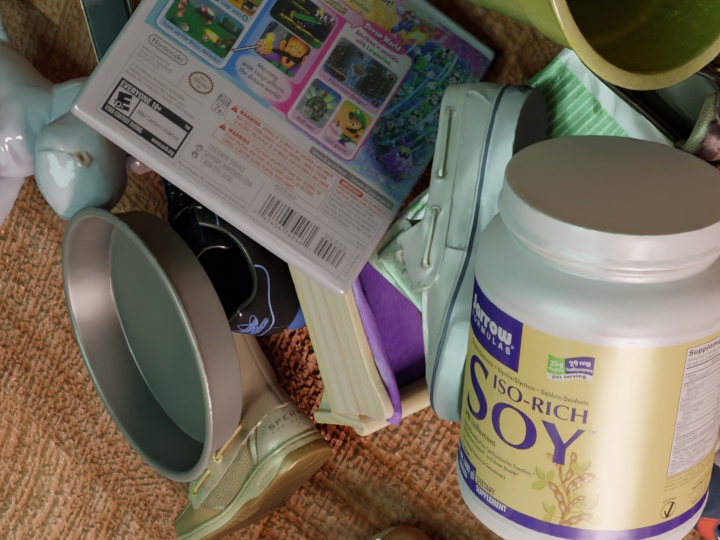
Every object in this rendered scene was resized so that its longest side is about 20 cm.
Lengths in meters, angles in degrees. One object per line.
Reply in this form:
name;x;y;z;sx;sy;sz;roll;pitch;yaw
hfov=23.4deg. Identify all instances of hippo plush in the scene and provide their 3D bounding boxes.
hippo plush;-0.230;-0.089;1.279;0.160;0.201;0.160;10;136;6

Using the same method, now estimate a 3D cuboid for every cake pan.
cake pan;-0.143;0.047;1.203;0.200;0.037;0.201;36;137;42

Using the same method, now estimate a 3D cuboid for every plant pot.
plant pot;0.096;-0.211;0.949;0.189;0.199;0.201;18;118;45

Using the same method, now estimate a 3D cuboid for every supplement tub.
supplement tub;0.130;0.042;0.955;0.145;0.145;0.201;21;123;30

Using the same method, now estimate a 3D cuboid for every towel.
towel;0.116;-0.027;1.051;0.200;0.023;0.153;-46;77;17

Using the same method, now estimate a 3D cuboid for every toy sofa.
toy sofa;0.000;0.000;1.141;0.097;0.083;0.201;-3;106;58

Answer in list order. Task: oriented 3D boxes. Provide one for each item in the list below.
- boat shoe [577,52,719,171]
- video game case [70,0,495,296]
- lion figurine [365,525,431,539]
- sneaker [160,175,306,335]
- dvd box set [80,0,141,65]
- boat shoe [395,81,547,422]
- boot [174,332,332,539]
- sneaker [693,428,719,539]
boat shoe;0.202;-0.079;0.969;0.200;0.072;0.072;45;140;16
video game case;-0.043;-0.114;1.052;0.200;0.183;0.024;35;170;-12
lion figurine;0.051;0.233;1.214;0.200;0.072;0.123;42;94;25
sneaker;-0.103;-0.044;1.202;0.070;0.078;0.201;-43;68;30
dvd box set;-0.160;-0.222;1.112;0.029;0.200;0.147;-10;123;2
boat shoe;0.057;-0.013;1.029;0.069;0.071;0.201;12;96;26
boot;-0.111;0.112;1.295;0.156;0.073;0.200;60;144;12
sneaker;0.252;0.097;1.010;0.085;0.075;0.200;50;139;13
